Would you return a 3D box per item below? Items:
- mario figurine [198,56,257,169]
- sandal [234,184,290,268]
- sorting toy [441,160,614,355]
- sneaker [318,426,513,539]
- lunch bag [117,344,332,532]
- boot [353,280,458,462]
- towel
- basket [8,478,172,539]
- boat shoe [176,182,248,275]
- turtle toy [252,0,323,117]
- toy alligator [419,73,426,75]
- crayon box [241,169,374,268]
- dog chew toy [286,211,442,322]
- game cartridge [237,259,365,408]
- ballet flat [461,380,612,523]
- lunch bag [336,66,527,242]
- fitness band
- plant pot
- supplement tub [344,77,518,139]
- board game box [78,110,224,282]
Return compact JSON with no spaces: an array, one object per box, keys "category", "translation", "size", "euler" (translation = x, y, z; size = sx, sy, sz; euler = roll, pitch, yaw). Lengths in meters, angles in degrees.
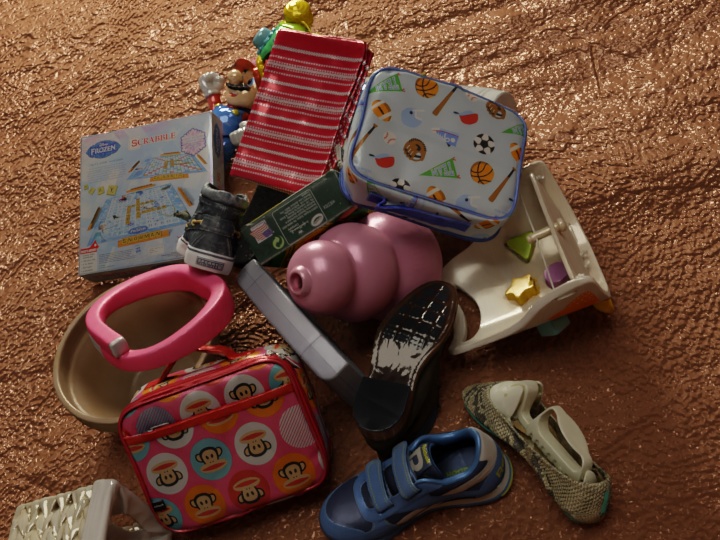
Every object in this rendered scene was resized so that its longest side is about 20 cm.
[{"category":"mario figurine","translation":[-0.190,-0.225,1.372],"size":[0.123,0.106,0.201],"euler":[32,73,-2]},{"category":"sandal","translation":[-0.108,-0.086,1.281],"size":[0.075,0.045,0.201],"euler":[21,75,38]},{"category":"sorting toy","translation":[0.163,0.012,1.063],"size":[0.179,0.107,0.201],"euler":[-29,38,18]},{"category":"sneaker","translation":[0.047,0.205,0.958],"size":[0.199,0.082,0.074],"euler":[-23,50,4]},{"category":"lunch bag","translation":[-0.139,0.158,1.003],"size":[0.198,0.177,0.082],"euler":[-20,9,6]},{"category":"boot","translation":[0.052,0.108,1.031],"size":[0.074,0.097,0.201],"euler":[16,55,24]},{"category":"towel","translation":[-0.075,-0.196,1.205],"size":[0.144,0.022,0.202],"euler":[18,88,28]},{"category":"basket","translation":[-0.273,0.326,0.948],"size":[0.122,0.136,0.201],"euler":[-12,49,14]},{"category":"boat shoe","translation":[-0.166,-0.051,1.138],"size":[0.200,0.070,0.092],"euler":[-154,82,-76]},{"category":"turtle toy","translation":[-0.087,-0.250,1.299],"size":[0.100,0.146,0.201],"euler":[-18,52,-5]},{"category":"toy alligator","translation":[0.047,-0.229,1.328],"size":[0.199,0.060,0.054],"euler":[-2,14,40]},{"category":"crayon box","translation":[-0.048,-0.055,1.148],"size":[0.126,0.200,0.051],"euler":[-32,83,10]},{"category":"dog chew toy","translation":[0.000,0.000,1.067],"size":[0.124,0.126,0.199],"euler":[28,24,35]},{"category":"game cartridge","translation":[-0.058,0.072,1.068],"size":[0.040,0.134,0.200],"euler":[-41,49,-5]},{"category":"ballet flat","translation":[0.175,0.154,0.952],"size":[0.067,0.076,0.200],"euler":[-14,42,-29]},{"category":"lunch bag","translation":[0.074,-0.119,1.043],"size":[0.198,0.076,0.162],"euler":[16,68,-6]},{"category":"fitness band","translation":[-0.216,0.045,1.046],"size":[0.143,0.038,0.200],"euler":[-32,27,-21]},{"category":"plant pot","translation":[-0.245,0.111,1.136],"size":[0.199,0.093,0.202],"euler":[-11,49,12]},{"category":"supplement tub","translation":[0.082,-0.166,1.208],"size":[0.199,0.132,0.133],"euler":[11,58,29]},{"category":"board game box","translation":[-0.278,-0.097,1.304],"size":[0.198,0.041,0.201],"euler":[-8,73,14]}]
